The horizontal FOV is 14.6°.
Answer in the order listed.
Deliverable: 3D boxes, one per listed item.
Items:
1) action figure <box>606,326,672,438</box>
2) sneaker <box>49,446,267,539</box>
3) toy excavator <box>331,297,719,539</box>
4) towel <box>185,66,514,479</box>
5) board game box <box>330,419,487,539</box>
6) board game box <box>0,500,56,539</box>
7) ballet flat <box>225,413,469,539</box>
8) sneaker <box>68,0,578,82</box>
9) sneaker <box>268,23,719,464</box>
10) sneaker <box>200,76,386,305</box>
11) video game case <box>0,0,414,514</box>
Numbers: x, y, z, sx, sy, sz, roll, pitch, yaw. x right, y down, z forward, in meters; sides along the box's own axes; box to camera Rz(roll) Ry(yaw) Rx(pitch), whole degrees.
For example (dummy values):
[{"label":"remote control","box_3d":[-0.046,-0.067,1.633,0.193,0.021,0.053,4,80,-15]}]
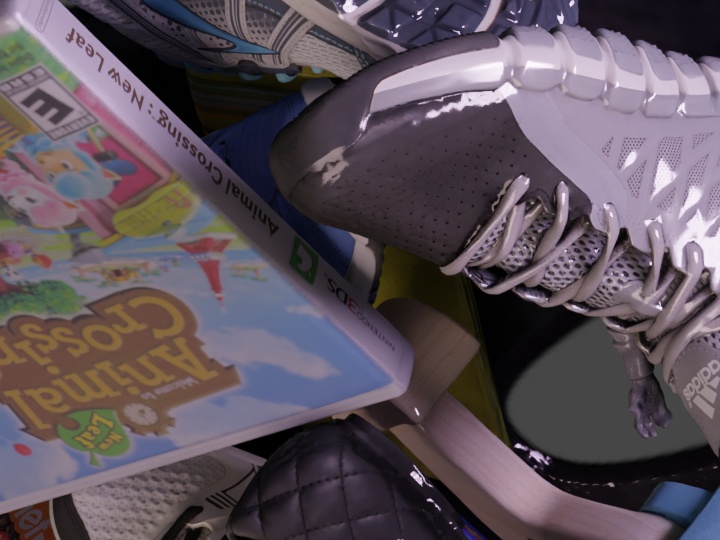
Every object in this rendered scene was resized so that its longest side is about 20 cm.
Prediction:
[{"label":"action figure","box_3d":[0.118,0.025,0.885,0.200,0.055,0.118,48,150,-19]},{"label":"sneaker","box_3d":[-0.025,0.113,0.904,0.199,0.076,0.088,34,180,19]},{"label":"toy excavator","box_3d":[0.093,0.100,0.884,0.199,0.100,0.195,10,144,51]},{"label":"towel","box_3d":[0.000,0.000,0.953,0.086,0.018,0.201,10,140,25]},{"label":"board game box","box_3d":[-0.026,0.167,1.008,0.134,0.200,0.045,43,180,-36]},{"label":"board game box","box_3d":[-0.122,0.164,1.045,0.097,0.199,0.160,45,168,53]},{"label":"ballet flat","box_3d":[0.041,0.128,0.846,0.200,0.057,0.067,46,170,15]},{"label":"sneaker","box_3d":[-0.027,-0.093,0.825,0.199,0.078,0.087,25,148,15]},{"label":"sneaker","box_3d":[0.075,0.001,0.761,0.199,0.116,0.075,-2,156,-34]},{"label":"sneaker","box_3d":[-0.055,0.001,0.893,0.077,0.076,0.200,4,152,-29]},{"label":"video game case","box_3d":[-0.113,0.004,0.853,0.199,0.022,0.182,-18,132,35]}]
